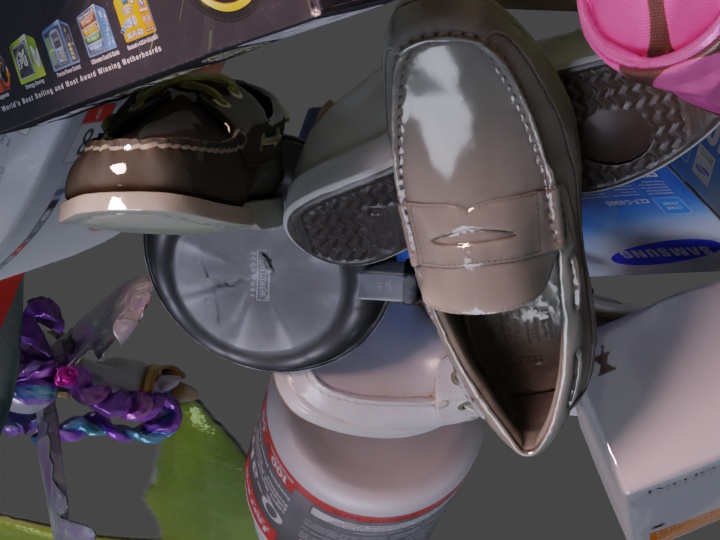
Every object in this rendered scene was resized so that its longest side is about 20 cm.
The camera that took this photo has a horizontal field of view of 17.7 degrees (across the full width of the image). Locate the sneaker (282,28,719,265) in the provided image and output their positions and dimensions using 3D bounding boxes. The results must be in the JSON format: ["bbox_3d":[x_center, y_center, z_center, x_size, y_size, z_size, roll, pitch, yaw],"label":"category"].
[{"bbox_3d":[0.056,-0.072,0.910,0.199,0.085,0.073,-17,135,29],"label":"sneaker"}]

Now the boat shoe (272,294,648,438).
[{"bbox_3d":[0.057,0.033,1.075,0.199,0.071,0.069,-4,162,-28],"label":"boat shoe"}]

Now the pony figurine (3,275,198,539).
[{"bbox_3d":[-0.185,0.058,1.302,0.199,0.167,0.193,19,-171,-8],"label":"pony figurine"}]

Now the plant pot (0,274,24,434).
[{"bbox_3d":[-0.279,0.044,1.074,0.195,0.201,0.196,-28,138,17],"label":"plant pot"}]

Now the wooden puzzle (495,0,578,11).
[{"bbox_3d":[0.070,-0.146,0.773,0.184,0.037,0.200,6,153,29],"label":"wooden puzzle"}]

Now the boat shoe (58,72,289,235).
[{"bbox_3d":[-0.067,-0.045,0.874,0.072,0.061,0.202,4,-177,7],"label":"boat shoe"}]

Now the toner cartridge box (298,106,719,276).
[{"bbox_3d":[0.072,-0.037,0.998,0.199,0.043,0.095,-3,150,41],"label":"toner cartridge box"}]

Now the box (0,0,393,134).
[{"bbox_3d":[-0.081,-0.142,0.767,0.049,0.162,0.200,-18,-176,-40],"label":"box"}]

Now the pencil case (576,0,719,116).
[{"bbox_3d":[0.170,-0.079,0.746,0.199,0.094,0.091,18,-179,-36],"label":"pencil case"}]

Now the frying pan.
[{"bbox_3d":[-0.008,0.013,1.004,0.189,0.031,0.115,28,118,0],"label":"frying pan"}]

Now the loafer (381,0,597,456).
[{"bbox_3d":[0.051,-0.014,0.855,0.070,0.070,0.200,-7,133,17],"label":"loafer"}]

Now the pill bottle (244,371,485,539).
[{"bbox_3d":[-0.004,0.104,1.268,0.115,0.116,0.200,19,156,0],"label":"pill bottle"}]

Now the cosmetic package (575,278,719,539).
[{"bbox_3d":[0.151,0.065,1.022,0.101,0.071,0.200,-22,164,3],"label":"cosmetic package"}]

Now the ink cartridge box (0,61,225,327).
[{"bbox_3d":[-0.139,-0.008,0.958,0.050,0.201,0.162,27,-166,11],"label":"ink cartridge box"}]
